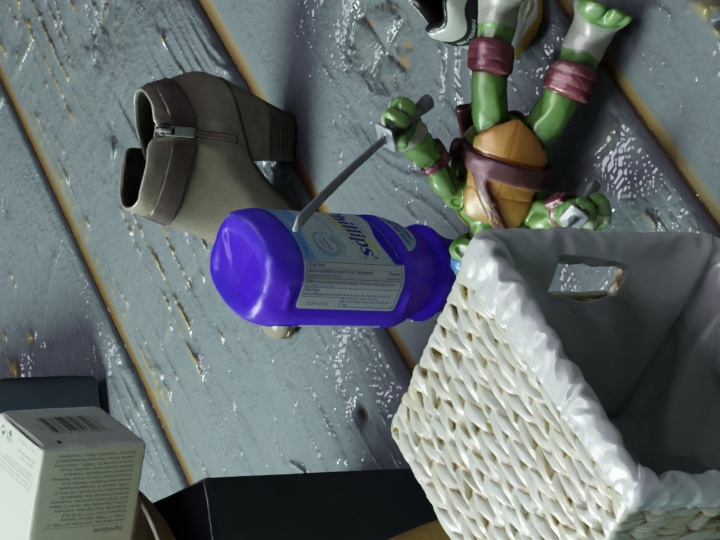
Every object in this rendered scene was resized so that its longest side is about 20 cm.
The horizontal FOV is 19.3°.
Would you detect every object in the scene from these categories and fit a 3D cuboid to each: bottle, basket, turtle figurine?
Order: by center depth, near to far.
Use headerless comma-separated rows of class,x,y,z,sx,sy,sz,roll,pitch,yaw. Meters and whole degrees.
basket,0.149,0.096,1.205,0.201,0.197,0.162,59,134,36
turtle figurine,0.091,-0.083,1.323,0.143,0.199,0.196,20,96,36
bottle,0.000,0.000,1.407,0.084,0.199,0.066,46,124,45

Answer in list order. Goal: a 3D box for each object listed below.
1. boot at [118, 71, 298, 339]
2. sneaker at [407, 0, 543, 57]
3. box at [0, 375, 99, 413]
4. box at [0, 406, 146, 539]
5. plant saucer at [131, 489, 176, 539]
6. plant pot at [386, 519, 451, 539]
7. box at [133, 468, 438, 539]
boot,-0.114,-0.049,1.610,0.070,0.145,0.202,-10,80,51
sneaker,0.051,-0.230,1.445,0.076,0.087,0.201,-58,44,36
box,-0.318,0.211,1.891,0.198,0.122,0.202,-21,73,52
box,-0.200,0.194,1.375,0.068,0.082,0.202,29,111,50
plant saucer,-0.162,0.230,1.419,0.200,0.036,0.203,2,93,54
plant pot,0.055,0.234,1.323,0.186,0.198,0.189,-3,87,54
box,-0.055,0.191,1.470,0.141,0.198,0.080,-32,64,49
